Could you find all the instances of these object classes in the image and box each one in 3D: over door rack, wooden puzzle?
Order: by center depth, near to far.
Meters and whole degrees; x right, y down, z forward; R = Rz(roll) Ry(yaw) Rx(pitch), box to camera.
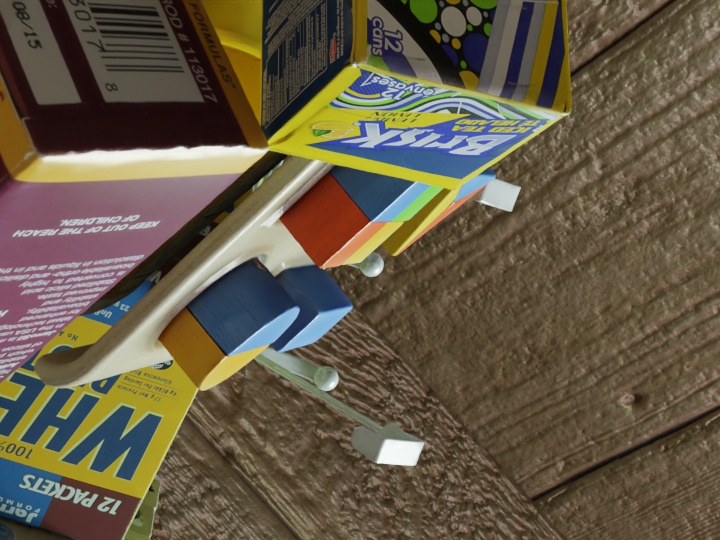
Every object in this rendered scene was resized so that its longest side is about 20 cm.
[{"bbox_3d":[-0.017,-0.009,0.680,0.200,0.046,0.185,-38,173,15],"label":"wooden puzzle"},{"bbox_3d":[0.000,0.000,0.846,0.200,0.066,0.148,30,-77,52],"label":"over door rack"}]

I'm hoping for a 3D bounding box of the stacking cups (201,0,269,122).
[{"bbox_3d":[-0.017,-0.143,0.539,0.060,0.060,0.200,-31,-142,59],"label":"stacking cups"}]

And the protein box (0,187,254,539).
[{"bbox_3d":[-0.155,0.002,0.896,0.200,0.135,0.199,-93,-153,-54],"label":"protein box"}]

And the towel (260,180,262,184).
[{"bbox_3d":[-0.155,-0.069,1.082,0.144,0.199,0.023,106,-13,-61],"label":"towel"}]

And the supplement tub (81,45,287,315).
[{"bbox_3d":[-0.106,-0.072,0.639,0.200,0.145,0.145,-38,-172,30],"label":"supplement tub"}]

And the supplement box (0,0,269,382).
[{"bbox_3d":[-0.135,-0.030,0.491,0.086,0.111,0.200,-6,156,-49],"label":"supplement box"}]

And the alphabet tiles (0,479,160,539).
[{"bbox_3d":[-0.210,0.111,0.916,0.166,0.200,0.006,-98,-150,-70],"label":"alphabet tiles"}]

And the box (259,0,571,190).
[{"bbox_3d":[0.013,-0.131,0.481,0.064,0.070,0.201,-31,-126,57],"label":"box"}]
